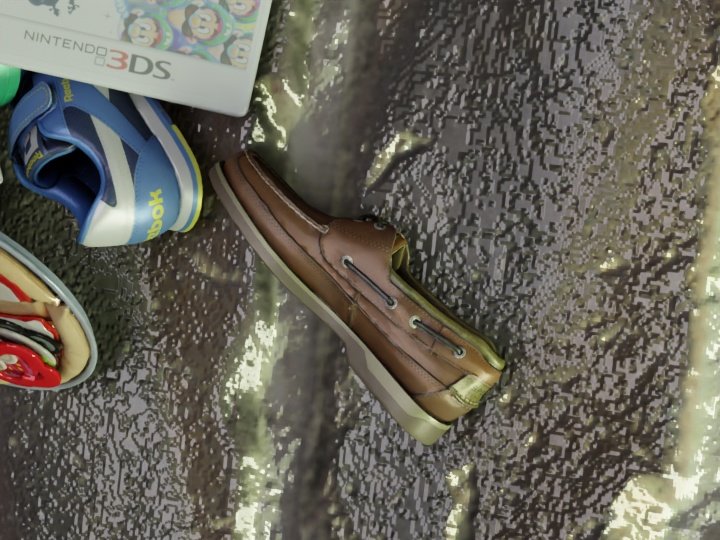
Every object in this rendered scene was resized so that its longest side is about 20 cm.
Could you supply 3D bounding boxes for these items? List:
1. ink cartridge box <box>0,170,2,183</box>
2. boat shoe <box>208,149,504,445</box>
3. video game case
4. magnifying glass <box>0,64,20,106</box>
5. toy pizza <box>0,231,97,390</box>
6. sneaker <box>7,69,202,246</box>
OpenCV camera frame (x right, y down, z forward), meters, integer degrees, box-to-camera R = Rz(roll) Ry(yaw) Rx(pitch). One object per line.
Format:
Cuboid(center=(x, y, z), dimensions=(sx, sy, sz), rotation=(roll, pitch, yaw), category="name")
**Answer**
Cuboid(center=(-0.296, -0.084, 1.186), dimensions=(0.199, 0.067, 0.116), rotation=(-15, 90, 56), category="ink cartridge box")
Cuboid(center=(0.000, 0.000, 1.097), dimensions=(0.068, 0.072, 0.200), rotation=(-43, 84, 12), category="boat shoe")
Cuboid(center=(-0.129, -0.202, 1.097), dimensions=(0.180, 0.024, 0.202), rotation=(11, 95, -20), category="video game case")
Cuboid(center=(-0.255, -0.151, 1.177), dimensions=(0.200, 0.022, 0.080), rotation=(31, 128, 50), category="magnifying glass")
Cuboid(center=(-0.247, 0.018, 1.139), dimensions=(0.199, 0.201, 0.032), rotation=(11, 58, 23), category="toy pizza")
Cuboid(center=(-0.174, -0.097, 1.149), dimensions=(0.200, 0.082, 0.074), rotation=(52, 146, 17), category="sneaker")
